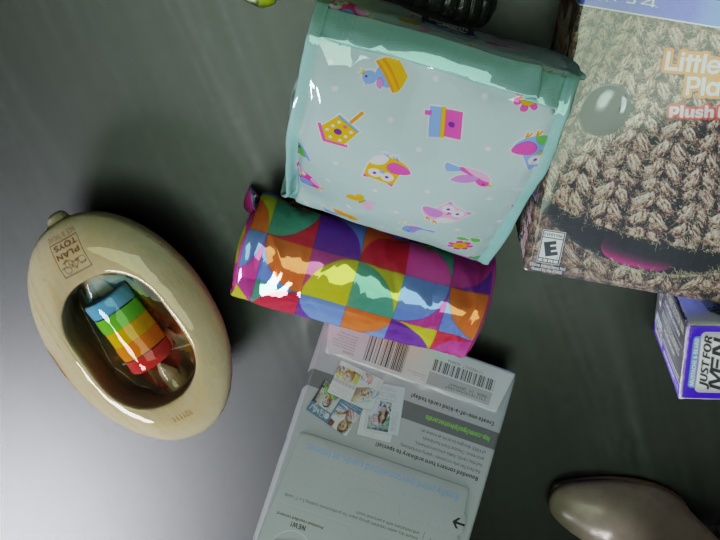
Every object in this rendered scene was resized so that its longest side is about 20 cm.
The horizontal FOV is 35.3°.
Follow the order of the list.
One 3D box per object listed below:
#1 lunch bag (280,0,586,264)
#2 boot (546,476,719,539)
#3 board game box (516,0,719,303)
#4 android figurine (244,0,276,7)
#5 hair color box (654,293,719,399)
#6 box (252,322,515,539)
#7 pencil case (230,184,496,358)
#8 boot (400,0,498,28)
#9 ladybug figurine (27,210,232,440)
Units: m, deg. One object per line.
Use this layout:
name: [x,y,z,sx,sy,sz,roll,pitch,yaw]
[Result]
lunch bag: [0.040,-0.101,0.729,0.168,0.200,0.123,17,71,-1]
boot: [0.245,0.238,0.874,0.198,0.147,0.071,15,114,-1]
board game box: [0.204,-0.096,0.775,0.157,0.097,0.202,9,112,1]
android figurine: [-0.054,-0.266,0.697,0.183,0.041,0.200,57,145,18]
hair color box: [0.321,0.044,0.813,0.197,0.110,0.066,3,113,4]
box: [0.017,0.150,0.861,0.154,0.041,0.202,18,77,-3]
pencil case: [0.000,0.000,0.837,0.198,0.089,0.089,18,112,-3]
boot: [0.018,-0.264,0.734,0.209,0.080,0.159,24,111,-5]
ladybug figurine: [-0.173,0.036,0.869,0.135,0.072,0.201,-25,108,14]
